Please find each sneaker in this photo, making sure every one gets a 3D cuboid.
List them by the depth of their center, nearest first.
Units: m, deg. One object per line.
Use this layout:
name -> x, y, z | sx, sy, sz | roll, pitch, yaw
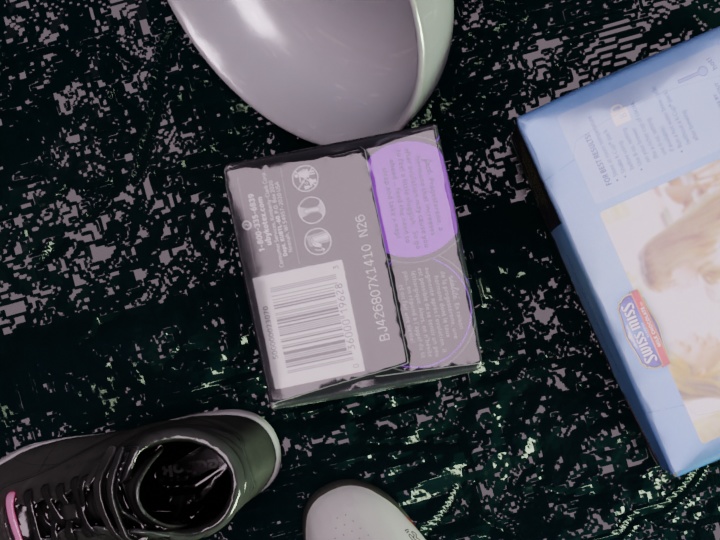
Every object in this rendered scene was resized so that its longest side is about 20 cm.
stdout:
sneaker -> 0.024, 0.204, 1.310 | 0.067, 0.108, 0.202 | -21, 87, 2
sneaker -> -0.143, 0.120, 1.325 | 0.200, 0.099, 0.071 | -17, 90, 3

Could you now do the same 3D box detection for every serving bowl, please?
serving bowl -> -0.023, -0.164, 1.299 | 0.066, 0.200, 0.200 | -37, 87, -31

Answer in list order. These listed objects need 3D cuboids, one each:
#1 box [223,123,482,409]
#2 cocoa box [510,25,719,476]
box -> 0.000, 0.000, 1.271 | 0.106, 0.200, 0.122 | -11, 88, 2
cocoa box -> 0.175, -0.011, 1.297 | 0.133, 0.131, 0.200 | -24, 87, 2
